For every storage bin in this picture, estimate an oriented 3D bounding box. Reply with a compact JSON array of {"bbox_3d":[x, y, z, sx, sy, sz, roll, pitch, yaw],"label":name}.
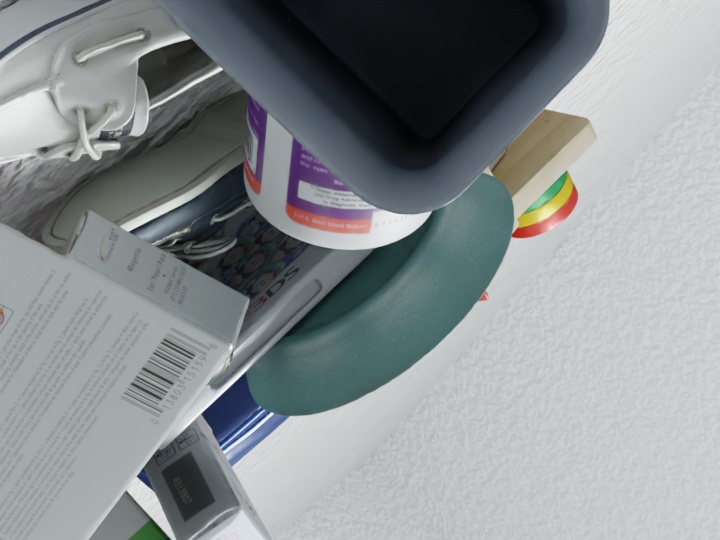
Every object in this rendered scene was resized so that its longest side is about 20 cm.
[{"bbox_3d":[0.002,-0.137,0.654,0.146,0.200,0.134,-46,-179,9],"label":"storage bin"}]

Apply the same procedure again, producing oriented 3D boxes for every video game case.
[{"bbox_3d":[-0.092,0.008,1.000,0.182,0.024,0.200,-44,-152,-5],"label":"video game case"}]

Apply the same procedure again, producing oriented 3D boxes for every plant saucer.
[{"bbox_3d":[0.000,0.000,0.960,0.200,0.036,0.200,-31,-152,19],"label":"plant saucer"}]

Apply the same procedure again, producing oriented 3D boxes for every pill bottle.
[{"bbox_3d":[-0.001,-0.118,0.827,0.111,0.111,0.200,-37,149,-37],"label":"pill bottle"}]

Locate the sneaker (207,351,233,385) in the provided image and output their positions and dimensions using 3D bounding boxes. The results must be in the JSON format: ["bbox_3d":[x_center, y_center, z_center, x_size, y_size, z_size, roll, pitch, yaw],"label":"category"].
[{"bbox_3d":[-0.121,0.023,0.902,0.104,0.200,0.060,-12,104,-49],"label":"sneaker"}]

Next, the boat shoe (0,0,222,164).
[{"bbox_3d":[-0.122,-0.082,0.702,0.200,0.066,0.072,-36,168,-40],"label":"boat shoe"}]

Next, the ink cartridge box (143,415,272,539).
[{"bbox_3d":[-0.075,0.172,1.007,0.057,0.163,0.200,-36,127,-2],"label":"ink cartridge box"}]

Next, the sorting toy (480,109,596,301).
[{"bbox_3d":[0.068,-0.046,1.271,0.200,0.070,0.199,-43,-148,-18],"label":"sorting toy"}]

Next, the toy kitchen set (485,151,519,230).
[{"bbox_3d":[0.009,-0.102,1.161,0.200,0.181,0.163,5,-134,47],"label":"toy kitchen set"}]

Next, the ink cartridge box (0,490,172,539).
[{"bbox_3d":[-0.216,0.161,0.946,0.146,0.200,0.084,-40,172,-21],"label":"ink cartridge box"}]

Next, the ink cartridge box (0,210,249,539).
[{"bbox_3d":[-0.179,0.047,0.795,0.200,0.173,0.044,-51,-165,35],"label":"ink cartridge box"}]

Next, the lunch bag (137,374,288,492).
[{"bbox_3d":[-0.119,0.066,1.132,0.200,0.136,0.132,-41,169,-14],"label":"lunch bag"}]

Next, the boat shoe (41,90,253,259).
[{"bbox_3d":[-0.101,-0.042,0.916,0.200,0.075,0.062,-43,136,-46],"label":"boat shoe"}]
